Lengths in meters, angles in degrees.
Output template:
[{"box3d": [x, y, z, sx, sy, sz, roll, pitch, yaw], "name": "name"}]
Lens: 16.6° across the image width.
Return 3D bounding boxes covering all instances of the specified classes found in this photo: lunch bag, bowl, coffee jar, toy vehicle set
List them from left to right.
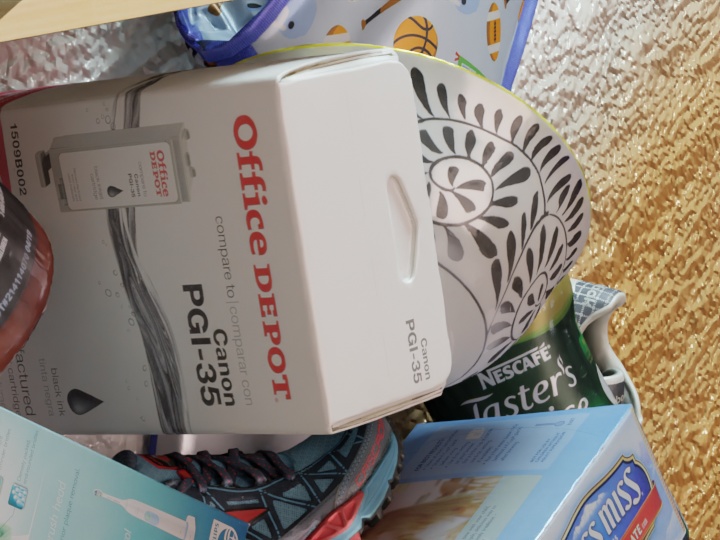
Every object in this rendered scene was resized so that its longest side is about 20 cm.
[{"box3d": [-0.101, -0.115, 0.993, 0.200, 0.124, 0.027, -13, 99, -20], "name": "toy vehicle set"}, {"box3d": [-0.006, -0.130, 1.188, 0.170, 0.124, 0.200, 46, 45, -41], "name": "lunch bag"}, {"box3d": [0.000, 0.000, 1.107, 0.201, 0.201, 0.094, 49, 38, -38], "name": "bowl"}, {"box3d": [0.085, 0.074, 1.276, 0.200, 0.104, 0.085, 63, 3, -7], "name": "coffee jar"}]

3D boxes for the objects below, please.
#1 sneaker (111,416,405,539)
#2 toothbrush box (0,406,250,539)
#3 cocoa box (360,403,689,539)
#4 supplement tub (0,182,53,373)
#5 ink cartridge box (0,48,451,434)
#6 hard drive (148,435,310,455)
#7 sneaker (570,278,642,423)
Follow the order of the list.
[{"box3d": [-0.066, 0.110, 1.095, 0.200, 0.079, 0.096, -39, 100, -27], "name": "sneaker"}, {"box3d": [-0.165, 0.105, 0.947, 0.200, 0.146, 0.085, 34, 61, -47], "name": "toothbrush box"}, {"box3d": [0.056, 0.170, 1.135, 0.200, 0.133, 0.131, -47, 120, -46], "name": "cocoa box"}, {"box3d": [-0.213, -0.036, 0.929, 0.200, 0.107, 0.107, 48, 52, -38], "name": "supplement tub"}, {"box3d": [-0.073, -0.010, 1.027, 0.083, 0.200, 0.147, -17, 101, -51], "name": "ink cartridge box"}, {"box3d": [-0.058, 0.169, 1.177, 0.132, 0.025, 0.200, 18, 74, -50], "name": "hard drive"}, {"box3d": [0.114, 0.105, 1.352, 0.076, 0.080, 0.200, -27, 111, -62], "name": "sneaker"}]
